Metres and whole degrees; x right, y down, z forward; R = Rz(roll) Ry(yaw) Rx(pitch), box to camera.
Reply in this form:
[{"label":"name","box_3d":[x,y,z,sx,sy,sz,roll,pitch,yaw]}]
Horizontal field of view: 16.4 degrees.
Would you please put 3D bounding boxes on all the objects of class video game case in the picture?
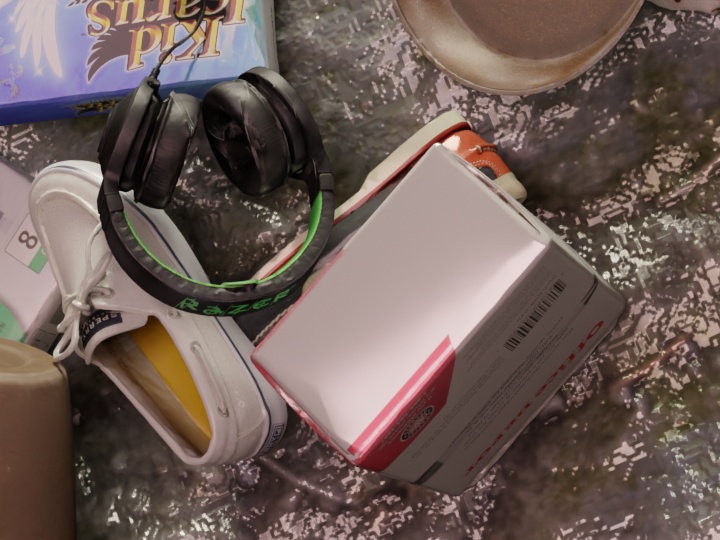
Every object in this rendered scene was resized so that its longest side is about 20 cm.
[{"label":"video game case","box_3d":[-0.153,-0.182,1.413,0.199,0.045,0.182,-7,81,5]}]

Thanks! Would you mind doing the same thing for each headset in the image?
[{"label":"headset","box_3d":[-0.080,-0.077,1.308,0.123,0.094,0.201,-7,67,-17]}]

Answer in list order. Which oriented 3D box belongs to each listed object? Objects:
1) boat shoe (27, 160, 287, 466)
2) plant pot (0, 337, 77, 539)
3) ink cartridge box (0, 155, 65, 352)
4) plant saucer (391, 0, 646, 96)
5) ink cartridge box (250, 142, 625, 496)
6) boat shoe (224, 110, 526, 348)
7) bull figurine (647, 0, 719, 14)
[{"label":"boat shoe","box_3d":[-0.129,0.026,1.325,0.075,0.086,0.202,-46,72,32]},{"label":"plant pot","box_3d":[-0.224,0.124,1.315,0.200,0.200,0.175,13,98,16]},{"label":"ink cartridge box","box_3d":[-0.263,-0.006,1.439,0.200,0.050,0.161,33,91,15]},{"label":"plant saucer","box_3d":[0.092,-0.194,1.342,0.200,0.032,0.201,1,91,42]},{"label":"ink cartridge box","box_3d":[0.046,0.031,1.270,0.085,0.200,0.146,43,94,20]},{"label":"boat shoe","box_3d":[0.000,0.000,1.358,0.200,0.071,0.063,-42,77,2]},{"label":"bull figurine","box_3d":[0.167,-0.240,1.349,0.121,0.065,0.200,-28,78,6]}]
